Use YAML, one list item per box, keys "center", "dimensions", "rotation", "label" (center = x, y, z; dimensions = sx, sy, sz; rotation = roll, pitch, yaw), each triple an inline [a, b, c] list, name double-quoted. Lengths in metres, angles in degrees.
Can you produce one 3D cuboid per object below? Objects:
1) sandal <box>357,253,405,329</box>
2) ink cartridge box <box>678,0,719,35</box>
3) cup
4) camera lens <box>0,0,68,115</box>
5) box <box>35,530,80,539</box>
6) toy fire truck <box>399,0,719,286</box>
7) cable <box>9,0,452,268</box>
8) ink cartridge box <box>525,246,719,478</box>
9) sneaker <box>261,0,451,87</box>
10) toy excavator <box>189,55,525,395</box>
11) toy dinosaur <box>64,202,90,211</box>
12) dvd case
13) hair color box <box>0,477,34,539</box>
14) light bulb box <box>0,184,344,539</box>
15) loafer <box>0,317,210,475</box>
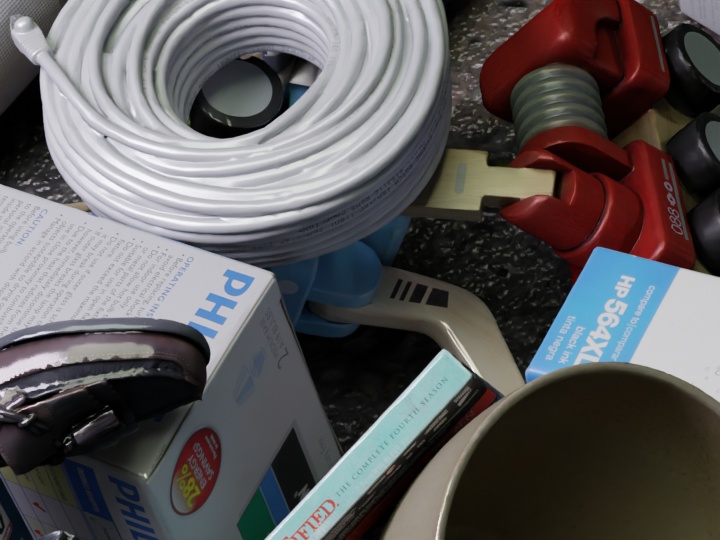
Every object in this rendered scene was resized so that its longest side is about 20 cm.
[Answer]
- center: [-0.077, -0.005, 1.546]
  dimensions: [0.200, 0.055, 0.082]
  rotation: [4, 52, 18]
  label: "sandal"
- center: [0.308, -0.166, 1.585]
  dimensions: [0.198, 0.047, 0.200]
  rotation: [-40, 51, -18]
  label: "ink cartridge box"
- center: [0.079, 0.151, 1.267]
  dimensions: [0.143, 0.200, 0.200]
  rotation: [-24, 29, 56]
  label: "cup"
- center: [-0.244, -0.161, 1.649]
  dimensions: [0.160, 0.160, 0.200]
  rotation: [23, 61, 30]
  label: "camera lens"
- center: [-0.102, 0.235, 1.198]
  dimensions: [0.086, 0.200, 0.164]
  rotation: [-29, 28, 36]
  label: "box"
- center: [0.085, -0.061, 1.457]
  dimensions: [0.129, 0.200, 0.176]
  rotation: [-39, 40, 33]
  label: "toy fire truck"
- center: [-0.053, -0.088, 1.401]
  dimensions: [0.200, 0.069, 0.200]
  rotation: [-20, 54, -5]
  label: "cable"
- center: [0.190, 0.085, 1.340]
  dimensions: [0.200, 0.146, 0.084]
  rotation: [16, 54, 26]
  label: "ink cartridge box"
- center: [-0.043, -0.174, 1.662]
  dimensions: [0.202, 0.077, 0.146]
  rotation: [20, 56, 27]
  label: "sneaker"
- center: [0.000, 0.000, 1.470]
  dimensions: [0.200, 0.100, 0.195]
  rotation: [9, 55, -8]
  label: "toy excavator"
- center: [-0.244, -0.011, 1.585]
  dimensions: [0.200, 0.058, 0.101]
  rotation: [-5, 57, 19]
  label: "toy dinosaur"
- center: [0.013, 0.106, 1.318]
  dimensions: [0.022, 0.200, 0.146]
  rotation: [43, 92, 16]
  label: "dvd case"
- center: [-0.189, 0.164, 1.341]
  dimensions: [0.100, 0.200, 0.061]
  rotation: [7, 54, 21]
  label: "hair color box"
- center: [-0.128, 0.076, 1.399]
  dimensions: [0.200, 0.198, 0.125]
  rotation: [18, 60, 26]
  label: "light bulb box"
- center: [-0.159, 0.069, 1.245]
  dimensions: [0.200, 0.072, 0.063]
  rotation: [-10, 59, 10]
  label: "loafer"
